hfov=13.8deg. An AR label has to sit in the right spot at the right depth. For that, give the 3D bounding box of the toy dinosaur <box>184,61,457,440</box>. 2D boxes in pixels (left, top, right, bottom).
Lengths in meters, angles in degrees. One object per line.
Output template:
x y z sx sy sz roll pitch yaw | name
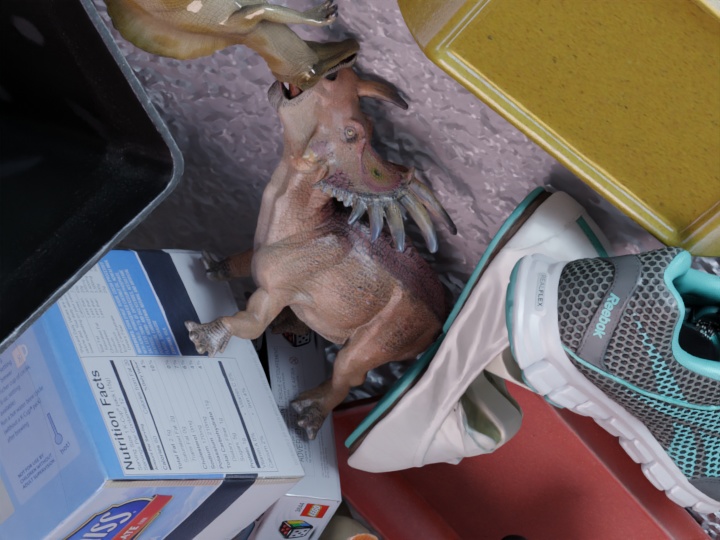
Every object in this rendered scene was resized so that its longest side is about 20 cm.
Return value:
0.000 0.000 1.394 0.135 0.086 0.200 -29 140 15 | toy dinosaur

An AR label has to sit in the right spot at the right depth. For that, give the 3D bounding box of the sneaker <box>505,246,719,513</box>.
0.152 0.047 1.282 0.091 0.078 0.200 -17 147 37 | sneaker

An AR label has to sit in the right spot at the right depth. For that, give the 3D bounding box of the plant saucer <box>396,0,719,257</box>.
0.116 -0.090 1.187 0.200 0.048 0.200 38 149 -5 | plant saucer

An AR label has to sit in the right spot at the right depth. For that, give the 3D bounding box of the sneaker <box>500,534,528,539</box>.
0.090 0.207 1.527 0.108 0.067 0.201 30 149 -1 | sneaker

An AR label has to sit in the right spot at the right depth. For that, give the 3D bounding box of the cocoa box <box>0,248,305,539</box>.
-0.152 0.095 1.431 0.200 0.131 0.134 -41 62 34 | cocoa box

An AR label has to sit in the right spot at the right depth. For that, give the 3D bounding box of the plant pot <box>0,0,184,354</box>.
-0.234 -0.068 1.294 0.177 0.200 0.200 18 146 49 | plant pot

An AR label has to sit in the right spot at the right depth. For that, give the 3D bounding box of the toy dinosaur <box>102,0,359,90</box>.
-0.083 -0.127 1.270 0.200 0.058 0.101 24 141 -16 | toy dinosaur

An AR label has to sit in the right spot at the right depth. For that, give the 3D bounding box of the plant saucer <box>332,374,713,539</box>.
0.086 0.121 1.508 0.200 0.037 0.200 47 145 -19 | plant saucer

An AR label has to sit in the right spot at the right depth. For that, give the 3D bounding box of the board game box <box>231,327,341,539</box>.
-0.063 0.118 1.526 0.035 0.126 0.200 9 140 -19 | board game box

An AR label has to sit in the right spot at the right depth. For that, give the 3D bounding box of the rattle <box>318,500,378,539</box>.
-0.004 0.194 1.598 0.143 0.130 0.200 51 149 -13 | rattle

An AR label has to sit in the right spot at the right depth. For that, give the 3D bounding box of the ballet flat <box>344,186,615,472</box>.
0.057 0.045 1.365 0.069 0.069 0.200 35 131 0 | ballet flat
